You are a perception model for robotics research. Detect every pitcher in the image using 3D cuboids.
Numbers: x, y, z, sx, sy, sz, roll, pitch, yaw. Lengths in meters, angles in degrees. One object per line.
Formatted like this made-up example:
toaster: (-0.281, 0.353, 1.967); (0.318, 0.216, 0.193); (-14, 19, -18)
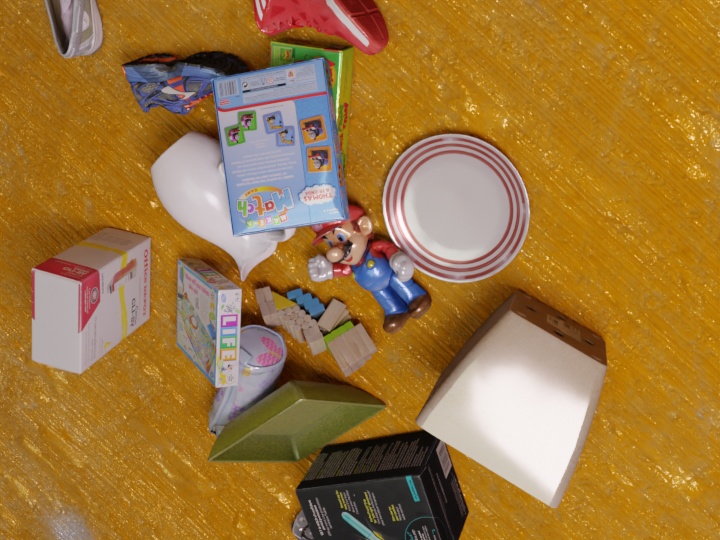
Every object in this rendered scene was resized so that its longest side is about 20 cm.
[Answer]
pitcher: (-0.182, -0.100, 1.233); (0.200, 0.121, 0.171); (48, 143, -6)

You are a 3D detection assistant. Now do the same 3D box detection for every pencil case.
pencil case: (-0.170, 0.169, 1.330); (0.083, 0.090, 0.201); (51, 138, 27)

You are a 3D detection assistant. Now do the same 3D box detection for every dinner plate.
dinner plate: (0.125, -0.081, 1.189); (0.198, 0.024, 0.202); (7, 110, 18)

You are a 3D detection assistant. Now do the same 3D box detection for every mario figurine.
mario figurine: (0.000, 0.000, 1.217); (0.123, 0.106, 0.200); (-41, 98, 4)

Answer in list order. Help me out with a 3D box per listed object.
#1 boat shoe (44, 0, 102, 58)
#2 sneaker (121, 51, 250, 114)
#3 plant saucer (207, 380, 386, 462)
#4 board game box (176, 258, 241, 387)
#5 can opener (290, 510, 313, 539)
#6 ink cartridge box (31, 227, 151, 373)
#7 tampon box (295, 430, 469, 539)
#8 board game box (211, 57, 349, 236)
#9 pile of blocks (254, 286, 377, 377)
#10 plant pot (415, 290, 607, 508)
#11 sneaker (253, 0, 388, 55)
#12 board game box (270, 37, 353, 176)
boat shoe: (-0.412, -0.399, 1.250); (0.074, 0.065, 0.204); (1, 109, 20)
sneaker: (-0.233, -0.255, 1.241); (0.198, 0.075, 0.079); (7, 121, 27)
plant saucer: (-0.095, 0.216, 1.311); (0.199, 0.199, 0.048); (-35, 62, 27)
board game box: (-0.219, 0.069, 1.285); (0.200, 0.034, 0.136); (27, 117, 60)
can opener: (-0.021, 0.447, 1.434); (0.199, 0.054, 0.067); (31, 149, 7)
ink cartridge box: (-0.390, 0.038, 1.329); (0.082, 0.200, 0.147); (12, 113, 12)
tampon box: (0.034, 0.339, 1.320); (0.198, 0.126, 0.151); (-13, 105, 24)
board game box: (-0.101, -0.153, 1.143); (0.149, 0.037, 0.202); (-7, 90, 12)
pile of blocks: (-0.063, 0.081, 1.309); (0.199, 0.082, 0.062); (31, 161, 17)
plant pot: (0.211, 0.143, 1.155); (0.199, 0.200, 0.178); (29, 105, 8)
sneaker: (-0.058, -0.323, 1.151); (0.200, 0.078, 0.116); (50, 127, 11)
board game box: (-0.069, -0.200, 1.205); (0.100, 0.048, 0.202); (11, 113, 16)
